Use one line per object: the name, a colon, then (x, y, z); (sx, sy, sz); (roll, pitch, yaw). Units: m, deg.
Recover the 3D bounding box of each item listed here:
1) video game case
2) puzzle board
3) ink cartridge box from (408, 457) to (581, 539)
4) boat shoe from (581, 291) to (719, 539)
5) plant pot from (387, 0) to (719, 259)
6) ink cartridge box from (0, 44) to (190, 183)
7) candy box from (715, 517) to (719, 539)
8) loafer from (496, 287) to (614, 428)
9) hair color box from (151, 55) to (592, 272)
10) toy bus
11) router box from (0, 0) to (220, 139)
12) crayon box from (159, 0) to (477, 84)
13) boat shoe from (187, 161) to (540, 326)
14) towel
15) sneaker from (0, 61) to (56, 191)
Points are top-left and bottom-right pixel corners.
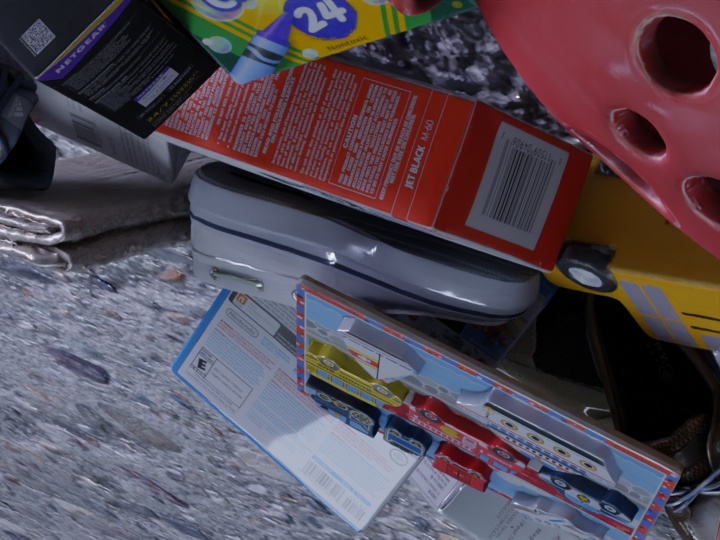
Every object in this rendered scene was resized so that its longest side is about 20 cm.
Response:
video game case: (-0.002, 0.031, 1.072); (0.143, 0.018, 0.200); (40, 123, 7)
puzzle board: (0.055, 0.079, 0.993); (0.199, 0.017, 0.151); (26, 160, 9)
ink cartridge box: (0.096, 0.152, 1.311); (0.173, 0.044, 0.200); (38, -178, -21)
boat shoe: (0.162, 0.088, 0.997); (0.200, 0.072, 0.072); (59, -157, 7)
plant pot: (0.115, -0.115, 0.555); (0.182, 0.201, 0.201); (36, 160, 5)
ink cartridge box: (-0.176, -0.134, 1.056); (0.199, 0.068, 0.117); (24, 159, 9)
candy box: (0.240, 0.118, 0.954); (0.055, 0.116, 0.200); (10, 175, 38)
loafer: (0.082, 0.019, 1.082); (0.200, 0.076, 0.068); (31, 149, 2)
hair color box: (-0.007, -0.063, 0.937); (0.200, 0.064, 0.111); (22, -177, 36)
toy bus: (0.181, -0.001, 0.913); (0.199, 0.065, 0.078); (10, 155, 39)
router box: (-0.158, -0.152, 0.846); (0.200, 0.052, 0.157); (47, -176, 10)
crayon box: (-0.052, -0.166, 0.789); (0.125, 0.052, 0.200); (-14, 137, 33)
boat shoe: (0.000, 0.000, 1.009); (0.199, 0.073, 0.067); (21, 116, 32)
towel: (-0.136, -0.036, 1.110); (0.132, 0.200, 0.035); (13, 109, 39)
sneaker: (-0.206, -0.097, 1.001); (0.081, 0.074, 0.200); (14, 163, 15)
